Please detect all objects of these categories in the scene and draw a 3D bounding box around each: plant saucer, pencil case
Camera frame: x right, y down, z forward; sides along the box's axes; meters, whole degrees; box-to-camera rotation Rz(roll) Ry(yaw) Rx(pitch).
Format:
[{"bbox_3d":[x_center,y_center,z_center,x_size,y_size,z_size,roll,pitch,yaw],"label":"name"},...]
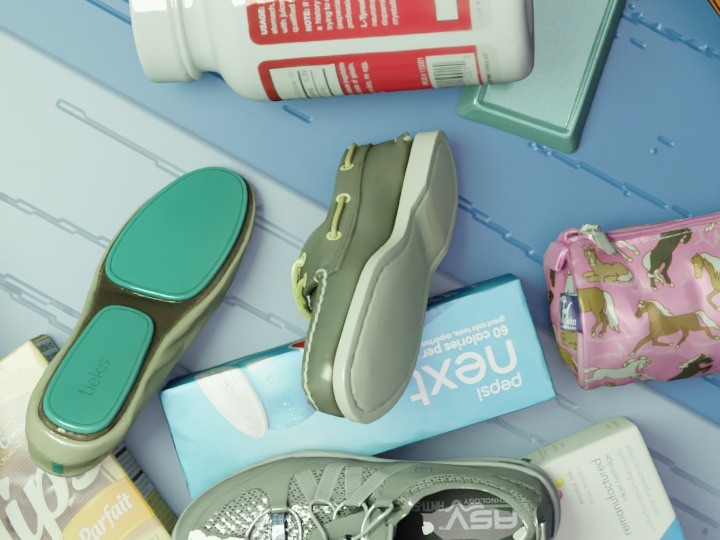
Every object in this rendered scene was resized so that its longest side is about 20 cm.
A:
[{"bbox_3d":[0.116,-0.168,1.168,0.070,0.019,0.201,18,91,-1],"label":"plant saucer"},{"bbox_3d":[0.199,0.006,1.144,0.199,0.087,0.083,-10,62,0],"label":"pencil case"}]

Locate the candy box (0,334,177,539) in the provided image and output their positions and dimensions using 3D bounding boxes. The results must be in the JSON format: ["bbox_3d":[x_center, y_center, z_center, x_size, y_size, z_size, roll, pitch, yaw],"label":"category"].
[{"bbox_3d":[-0.161,0.148,1.159,0.115,0.055,0.200,-35,92,2],"label":"candy box"}]

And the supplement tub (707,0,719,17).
[{"bbox_3d":[0.231,-0.171,1.113,0.122,0.123,0.200,-36,93,1],"label":"supplement tub"}]

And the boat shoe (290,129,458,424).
[{"bbox_3d":[0.001,0.002,1.100,0.060,0.202,0.072,-1,130,19],"label":"boat shoe"}]

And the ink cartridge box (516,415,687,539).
[{"bbox_3d":[0.075,0.170,1.155,0.200,0.067,0.116,-24,91,1],"label":"ink cartridge box"}]

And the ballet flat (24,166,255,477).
[{"bbox_3d":[-0.115,0.029,1.136,0.069,0.069,0.200,34,54,-1],"label":"ballet flat"}]

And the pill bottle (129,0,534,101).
[{"bbox_3d":[-0.013,-0.146,1.116,0.199,0.112,0.113,-4,92,7],"label":"pill bottle"}]

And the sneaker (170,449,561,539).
[{"bbox_3d":[0.001,0.125,1.081,0.199,0.082,0.075,-9,90,2],"label":"sneaker"}]

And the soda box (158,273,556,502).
[{"bbox_3d":[-0.002,0.063,1.153,0.199,0.064,0.068,-18,92,0],"label":"soda box"}]
